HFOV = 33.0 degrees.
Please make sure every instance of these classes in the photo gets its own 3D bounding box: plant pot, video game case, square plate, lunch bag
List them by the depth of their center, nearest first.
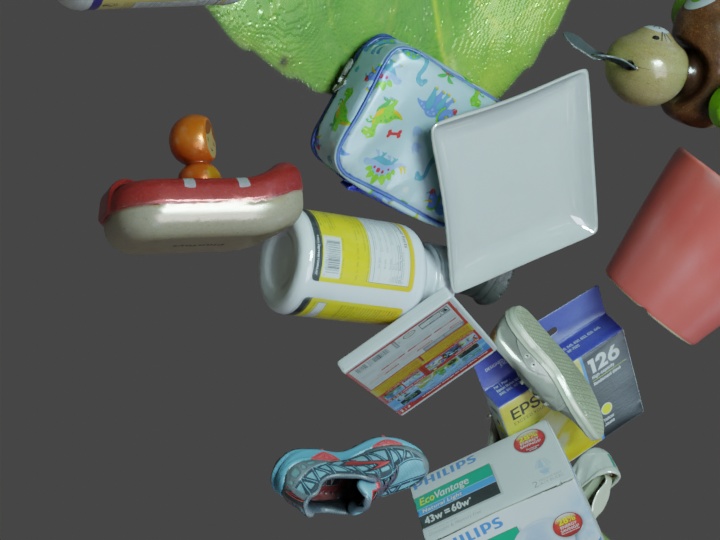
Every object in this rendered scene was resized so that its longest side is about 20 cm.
[{"bbox_3d":[0.055,-0.142,1.286,0.200,0.082,0.161,24,97,-34],"label":"lunch bag"},{"bbox_3d":[0.165,-0.097,1.302,0.200,0.028,0.198,-22,121,-22],"label":"square plate"},{"bbox_3d":[0.069,0.096,1.368,0.143,0.017,0.200,-36,152,5],"label":"video game case"},{"bbox_3d":[0.407,-0.021,1.475,0.200,0.200,0.177,30,106,-34],"label":"plant pot"}]

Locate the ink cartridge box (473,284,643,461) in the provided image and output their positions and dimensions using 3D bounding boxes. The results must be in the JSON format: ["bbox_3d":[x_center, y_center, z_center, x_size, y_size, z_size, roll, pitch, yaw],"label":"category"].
[{"bbox_3d":[0.257,0.151,1.548,0.197,0.047,0.200,-30,124,-13],"label":"ink cartridge box"}]

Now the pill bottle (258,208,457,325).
[{"bbox_3d":[0.000,0.000,1.302,0.200,0.112,0.112,8,108,-30],"label":"pill bottle"}]

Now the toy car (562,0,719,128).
[{"bbox_3d":[0.331,-0.244,1.352,0.200,0.164,0.158,5,110,-16],"label":"toy car"}]

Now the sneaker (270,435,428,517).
[{"bbox_3d":[0.000,0.255,1.426,0.200,0.096,0.079,-5,114,-26],"label":"sneaker"}]

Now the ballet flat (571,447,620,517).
[{"bbox_3d":[0.279,0.330,1.626,0.069,0.069,0.200,30,96,-34],"label":"ballet flat"}]

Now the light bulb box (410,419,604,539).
[{"bbox_3d":[0.193,0.328,1.507,0.198,0.125,0.200,-26,118,5],"label":"light bulb box"}]

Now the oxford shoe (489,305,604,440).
[{"bbox_3d":[0.227,0.130,1.479,0.058,0.075,0.200,-35,103,26],"label":"oxford shoe"}]

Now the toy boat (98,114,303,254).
[{"bbox_3d":[-0.156,-0.089,1.190,0.200,0.130,0.131,-3,82,-23],"label":"toy boat"}]

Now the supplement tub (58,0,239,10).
[{"bbox_3d":[-0.168,-0.303,1.057,0.200,0.145,0.146,-8,115,-25],"label":"supplement tub"}]

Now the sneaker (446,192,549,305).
[{"bbox_3d":[0.148,-0.059,1.381,0.091,0.076,0.200,17,101,-25],"label":"sneaker"}]
